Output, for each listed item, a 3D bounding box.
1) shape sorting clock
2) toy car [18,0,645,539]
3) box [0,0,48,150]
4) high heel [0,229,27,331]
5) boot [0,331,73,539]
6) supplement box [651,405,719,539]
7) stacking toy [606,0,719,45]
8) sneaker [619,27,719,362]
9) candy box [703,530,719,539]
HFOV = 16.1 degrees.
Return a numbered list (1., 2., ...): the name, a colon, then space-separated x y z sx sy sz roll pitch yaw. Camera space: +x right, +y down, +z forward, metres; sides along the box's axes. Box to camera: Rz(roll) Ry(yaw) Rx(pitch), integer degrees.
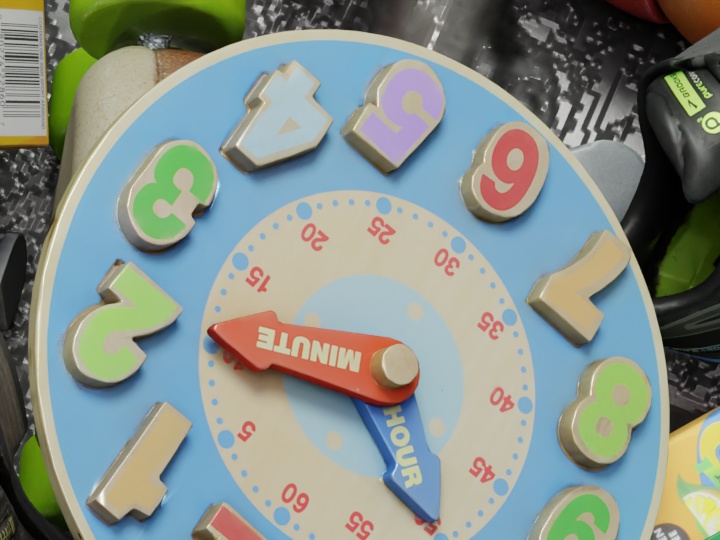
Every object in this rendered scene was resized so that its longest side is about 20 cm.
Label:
1. shape sorting clock: 0.003 0.029 0.708 0.200 0.039 0.200 5 79 -26
2. toy car: 0.000 0.000 0.802 0.200 0.158 0.165 6 66 -10
3. box: -0.193 -0.095 0.827 0.200 0.041 0.119 0 93 30
4. high heel: -0.201 0.042 0.789 0.142 0.071 0.200 10 40 9
5. boot: -0.132 0.117 0.667 0.069 0.200 0.174 -2 37 19
6. supplement box: 0.153 0.063 0.818 0.200 0.069 0.067 -30 76 -3
7. stacking toy: 0.085 -0.146 0.858 0.200 0.146 0.146 19 76 24
8. sneaker: 0.130 -0.050 0.751 0.083 0.200 0.071 2 41 -36
9. candy box: 0.118 0.171 0.754 0.200 0.077 0.169 -28 107 -7
